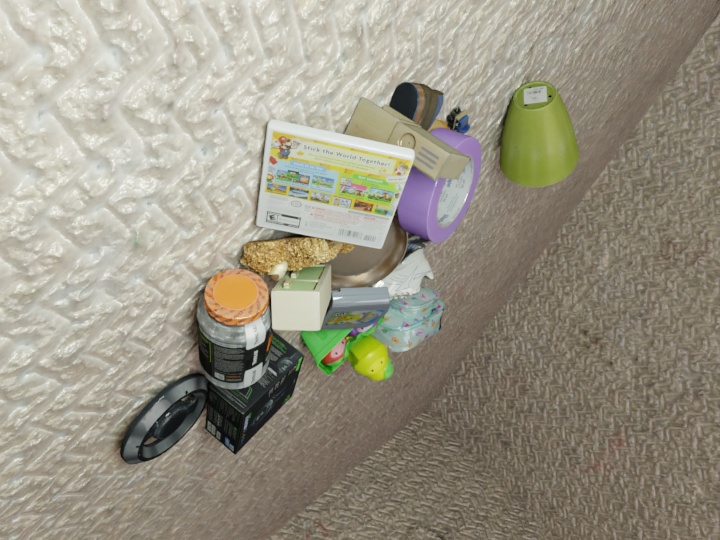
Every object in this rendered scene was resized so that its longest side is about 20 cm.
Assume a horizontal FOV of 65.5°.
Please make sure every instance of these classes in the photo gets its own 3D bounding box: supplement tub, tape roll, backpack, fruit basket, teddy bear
[{"bbox_3d":[-0.204,0.097,0.914,0.122,0.123,0.200,-33,155,-33],"label":"supplement tub"},{"bbox_3d":[0.147,-0.154,1.024,0.200,0.065,0.201,-43,146,-39],"label":"tape roll"},{"bbox_3d":[0.105,0.113,1.465,0.200,0.176,0.154,-33,138,-35],"label":"backpack"},{"bbox_3d":[-0.009,0.175,1.315,0.216,0.216,0.156,-44,159,-8],"label":"fruit basket"},{"bbox_3d":[-0.097,-0.026,0.923,0.200,0.144,0.067,-18,103,-60],"label":"teddy bear"}]

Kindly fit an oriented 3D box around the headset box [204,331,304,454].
[{"bbox_3d":[-0.216,0.247,1.159,0.200,0.093,0.174,-42,160,-43],"label":"headset box"}]

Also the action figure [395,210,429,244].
[{"bbox_3d":[0.109,-0.106,1.172,0.102,0.119,0.200,-18,176,22],"label":"action figure"}]

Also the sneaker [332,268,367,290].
[{"bbox_3d":[0.000,0.000,1.165,0.200,0.078,0.077,-44,-175,-8],"label":"sneaker"}]

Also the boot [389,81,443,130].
[{"bbox_3d":[0.081,-0.224,0.964,0.097,0.075,0.200,-19,144,-45],"label":"boot"}]

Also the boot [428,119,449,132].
[{"bbox_3d":[0.111,-0.192,1.072,0.202,0.071,0.144,-58,151,10],"label":"boot"}]

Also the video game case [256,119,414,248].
[{"bbox_3d":[-0.043,-0.116,0.804,0.182,0.199,0.023,109,-11,-46],"label":"video game case"}]

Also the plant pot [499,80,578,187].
[{"bbox_3d":[0.408,-0.330,1.299,0.187,0.187,0.200,-43,143,-10],"label":"plant pot"}]

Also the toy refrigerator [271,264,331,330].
[{"bbox_3d":[-0.095,0.037,0.945,0.200,0.076,0.070,-78,169,-77],"label":"toy refrigerator"}]

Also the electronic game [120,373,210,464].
[{"bbox_3d":[-0.357,0.274,1.038,0.200,0.042,0.200,-48,162,-21],"label":"electronic game"}]

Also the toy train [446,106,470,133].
[{"bbox_3d":[0.195,-0.258,1.159,0.034,0.046,0.200,-40,157,-18],"label":"toy train"}]

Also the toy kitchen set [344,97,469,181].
[{"bbox_3d":[0.015,-0.134,0.847,0.163,0.180,0.200,-9,133,-56],"label":"toy kitchen set"}]

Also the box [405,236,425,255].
[{"bbox_3d":[0.059,-0.020,1.311,0.161,0.049,0.200,-54,156,11],"label":"box"}]

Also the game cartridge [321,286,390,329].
[{"bbox_3d":[-0.015,0.081,1.149,0.133,0.041,0.200,-5,161,-17],"label":"game cartridge"}]

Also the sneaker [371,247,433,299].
[{"bbox_3d":[0.086,0.029,1.247,0.200,0.087,0.075,-35,178,-23],"label":"sneaker"}]

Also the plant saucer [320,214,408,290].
[{"bbox_3d":[-0.008,-0.046,1.063,0.199,0.032,0.201,-11,133,-12],"label":"plant saucer"}]
